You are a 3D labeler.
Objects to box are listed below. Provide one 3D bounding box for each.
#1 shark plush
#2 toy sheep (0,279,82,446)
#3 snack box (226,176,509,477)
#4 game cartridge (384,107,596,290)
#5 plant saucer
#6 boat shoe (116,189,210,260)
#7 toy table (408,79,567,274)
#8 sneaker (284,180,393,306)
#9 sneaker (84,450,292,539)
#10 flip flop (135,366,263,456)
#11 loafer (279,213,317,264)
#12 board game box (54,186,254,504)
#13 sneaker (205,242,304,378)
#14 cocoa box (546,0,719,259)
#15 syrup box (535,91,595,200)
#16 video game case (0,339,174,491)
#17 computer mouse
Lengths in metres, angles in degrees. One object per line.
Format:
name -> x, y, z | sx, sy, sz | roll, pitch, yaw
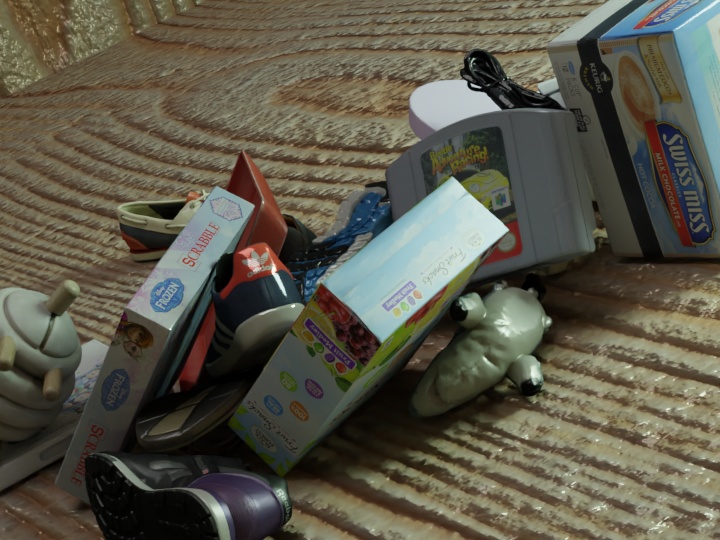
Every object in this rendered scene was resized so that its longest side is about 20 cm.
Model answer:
shark plush -> 0.097, 0.045, 1.327 | 0.083, 0.091, 0.200 | -46, 9, 33
toy sheep -> -0.306, 0.083, 1.471 | 0.200, 0.138, 0.138 | -41, 13, 18
snack box -> 0.004, 0.044, 1.268 | 0.169, 0.068, 0.200 | -39, -10, -40
game cartridge -> 0.100, -0.057, 1.384 | 0.041, 0.134, 0.200 | 2, -14, -42
plant saucer -> -0.116, 0.009, 1.527 | 0.037, 0.201, 0.200 | 17, 13, -14
boat shoe -> -0.187, -0.058, 1.909 | 0.199, 0.063, 0.071 | -8, 21, 30
toy table -> 0.120, -0.083, 1.501 | 0.183, 0.118, 0.200 | -9, 27, -17
sneaker -> 0.000, 0.000, 1.464 | 0.075, 0.087, 0.200 | -6, 25, 33
sneaker -> -0.125, 0.169, 1.243 | 0.087, 0.076, 0.200 | -17, 17, -36
flip flop -> -0.118, 0.120, 1.361 | 0.081, 0.058, 0.200 | -11, 3, 11
loafer -> -0.072, -0.005, 1.566 | 0.073, 0.072, 0.200 | -33, 6, 5
board game box -> -0.167, 0.059, 1.385 | 0.041, 0.200, 0.200 | 27, 33, 1
sneaker -> -0.089, 0.030, 1.358 | 0.075, 0.085, 0.200 | -16, -10, -20
cocoa box -> 0.266, -0.125, 1.388 | 0.131, 0.201, 0.133 | 2, 30, 48
syrup box -> 0.168, -0.119, 1.605 | 0.199, 0.079, 0.081 | 5, 27, 29
video game case -> -0.288, 0.129, 1.567 | 0.182, 0.024, 0.200 | -29, 20, -22
computer mouse -> 0.191, -0.152, 1.462 | 0.199, 0.044, 0.110 | 1, 27, -35
